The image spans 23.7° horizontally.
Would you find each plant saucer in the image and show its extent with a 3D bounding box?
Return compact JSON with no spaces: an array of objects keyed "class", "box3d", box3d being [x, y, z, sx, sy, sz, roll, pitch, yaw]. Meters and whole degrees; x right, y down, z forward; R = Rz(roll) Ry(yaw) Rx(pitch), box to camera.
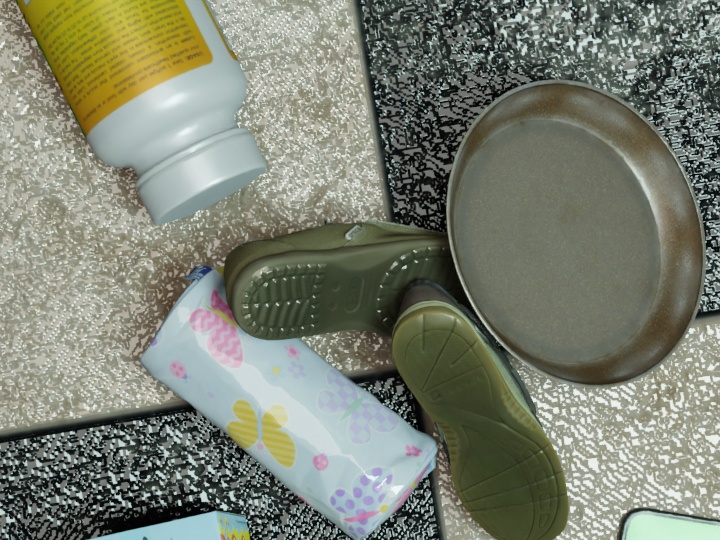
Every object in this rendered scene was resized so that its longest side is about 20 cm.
[{"class":"plant saucer","box3d":[0.134,-0.022,1.101,0.199,0.032,0.201,6,76,-26]}]

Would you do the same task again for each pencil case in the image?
[{"class":"pencil case","box3d":[-0.046,0.084,1.105,0.200,0.091,0.083,40,122,4]}]

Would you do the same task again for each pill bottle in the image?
[{"class":"pill bottle","box3d":[-0.141,-0.136,1.104,0.111,0.111,0.201,-27,87,-1]}]

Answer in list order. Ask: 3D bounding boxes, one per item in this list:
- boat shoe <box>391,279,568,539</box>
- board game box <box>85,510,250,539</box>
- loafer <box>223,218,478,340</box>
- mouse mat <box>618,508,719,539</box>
[{"class":"boat shoe","box3d":[0.079,0.089,1.090,0.072,0.066,0.201,-21,121,17]},{"class":"board game box","box3d":[-0.109,0.260,1.069,0.104,0.103,0.201,-13,79,5]},{"class":"loafer","box3d":[0.000,0.000,1.092,0.199,0.067,0.076,2,118,-34]},{"class":"mouse mat","box3d":[0.260,0.249,1.131,0.199,0.008,0.162,9,87,0]}]
